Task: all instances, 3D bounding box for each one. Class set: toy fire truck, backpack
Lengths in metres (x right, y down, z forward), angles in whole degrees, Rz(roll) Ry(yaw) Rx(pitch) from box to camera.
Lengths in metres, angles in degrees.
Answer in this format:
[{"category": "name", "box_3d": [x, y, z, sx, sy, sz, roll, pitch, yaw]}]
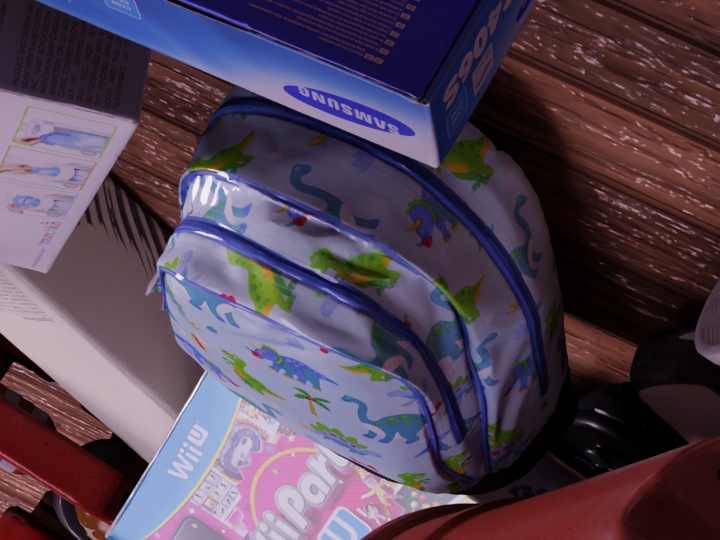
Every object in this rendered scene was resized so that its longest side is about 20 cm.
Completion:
[{"category": "toy fire truck", "box_3d": [-0.155, 0.098, 1.457, 0.200, 0.112, 0.168, 36, 175, -17]}, {"category": "backpack", "box_3d": [0.000, 0.000, 1.075, 0.163, 0.154, 0.200, 32, 148, 15]}]

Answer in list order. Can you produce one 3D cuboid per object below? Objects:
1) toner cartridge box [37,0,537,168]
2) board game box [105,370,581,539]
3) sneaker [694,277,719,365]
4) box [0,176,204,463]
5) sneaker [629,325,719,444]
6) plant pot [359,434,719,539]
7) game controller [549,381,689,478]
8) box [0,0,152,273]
[{"category": "toner cartridge box", "box_3d": [-0.043, -0.114, 0.908, 0.199, 0.095, 0.043, 24, 159, 18]}, {"category": "board game box", "box_3d": [0.006, 0.116, 1.272, 0.200, 0.064, 0.148, 36, 126, 5]}, {"category": "sneaker", "box_3d": [0.204, 0.032, 0.953, 0.115, 0.074, 0.200, 34, 169, -15]}, {"category": "box", "box_3d": [-0.116, 0.018, 1.341, 0.082, 0.069, 0.200, 5, 148, 49]}, {"category": "sneaker", "box_3d": [0.182, 0.095, 1.106, 0.200, 0.080, 0.074, 36, 160, -10]}, {"category": "plant pot", "box_3d": [0.102, 0.155, 1.046, 0.200, 0.201, 0.195, 35, 146, -13]}, {"category": "game controller", "box_3d": [0.165, 0.114, 1.219, 0.200, 0.042, 0.104, 35, 159, -9]}, {"category": "box", "box_3d": [-0.137, -0.084, 1.046, 0.101, 0.113, 0.200, 13, 163, -12]}]
